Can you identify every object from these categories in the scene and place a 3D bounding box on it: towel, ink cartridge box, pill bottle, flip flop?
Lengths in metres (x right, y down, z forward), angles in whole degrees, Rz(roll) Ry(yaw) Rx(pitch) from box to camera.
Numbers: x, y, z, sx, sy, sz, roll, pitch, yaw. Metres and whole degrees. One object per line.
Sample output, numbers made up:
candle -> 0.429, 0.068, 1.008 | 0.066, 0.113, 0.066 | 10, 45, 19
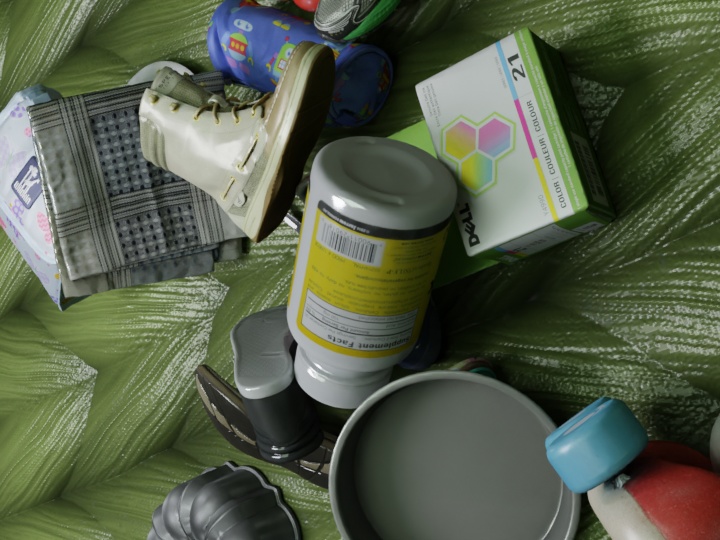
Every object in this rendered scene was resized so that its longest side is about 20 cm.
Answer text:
towel -> -0.208, -0.079, 0.984 | 0.035, 0.191, 0.202 | -137, 38, -58
ink cartridge box -> 0.080, -0.074, 0.808 | 0.199, 0.076, 0.149 | -23, 75, 27
pill bottle -> 0.001, 0.007, 0.796 | 0.111, 0.111, 0.201 | 40, 133, 33
flip flop -> -0.078, 0.145, 0.987 | 0.198, 0.058, 0.082 | 21, 137, 25

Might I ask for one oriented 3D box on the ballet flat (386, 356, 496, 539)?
ballet flat -> 0.057, 0.157, 0.871 | 0.071, 0.068, 0.202 | 42, 120, 60

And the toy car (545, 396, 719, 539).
toy car -> 0.253, 0.132, 0.662 | 0.199, 0.177, 0.185 | -37, 79, 4

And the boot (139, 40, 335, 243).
boot -> -0.113, -0.138, 0.884 | 0.154, 0.072, 0.201 | 35, 131, 11

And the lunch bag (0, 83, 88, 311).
lunch bag -> -0.324, -0.080, 1.094 | 0.170, 0.127, 0.200 | 52, 148, 10

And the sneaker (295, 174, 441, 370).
sneaker -> 0.000, 0.000, 0.897 | 0.070, 0.082, 0.201 | -41, 66, 33

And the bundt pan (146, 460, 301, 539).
bundt pan -> -0.149, 0.302, 1.041 | 0.200, 0.075, 0.204 | 1, 91, 40

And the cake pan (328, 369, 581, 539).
cake pan -> 0.074, 0.171, 0.811 | 0.198, 0.037, 0.203 | 2, 103, 10

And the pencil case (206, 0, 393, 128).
pencil case -> -0.063, -0.193, 0.950 | 0.199, 0.078, 0.088 | 29, 99, 37

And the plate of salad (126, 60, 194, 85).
plate of salad -> -0.228, -0.129, 1.116 | 0.199, 0.048, 0.203 | 1, 91, 42

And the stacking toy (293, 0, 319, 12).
stacking toy -> -0.095, -0.297, 0.985 | 0.199, 0.085, 0.086 | 30, 110, 29

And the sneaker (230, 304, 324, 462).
sneaker -> -0.075, 0.104, 0.934 | 0.070, 0.200, 0.100 | -13, 110, 2

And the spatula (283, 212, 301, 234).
spatula -> -0.066, -0.044, 0.993 | 0.200, 0.020, 0.057 | 47, 132, 27

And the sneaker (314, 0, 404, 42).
sneaker -> 0.007, -0.291, 0.865 | 0.078, 0.085, 0.202 | 31, 100, 39
